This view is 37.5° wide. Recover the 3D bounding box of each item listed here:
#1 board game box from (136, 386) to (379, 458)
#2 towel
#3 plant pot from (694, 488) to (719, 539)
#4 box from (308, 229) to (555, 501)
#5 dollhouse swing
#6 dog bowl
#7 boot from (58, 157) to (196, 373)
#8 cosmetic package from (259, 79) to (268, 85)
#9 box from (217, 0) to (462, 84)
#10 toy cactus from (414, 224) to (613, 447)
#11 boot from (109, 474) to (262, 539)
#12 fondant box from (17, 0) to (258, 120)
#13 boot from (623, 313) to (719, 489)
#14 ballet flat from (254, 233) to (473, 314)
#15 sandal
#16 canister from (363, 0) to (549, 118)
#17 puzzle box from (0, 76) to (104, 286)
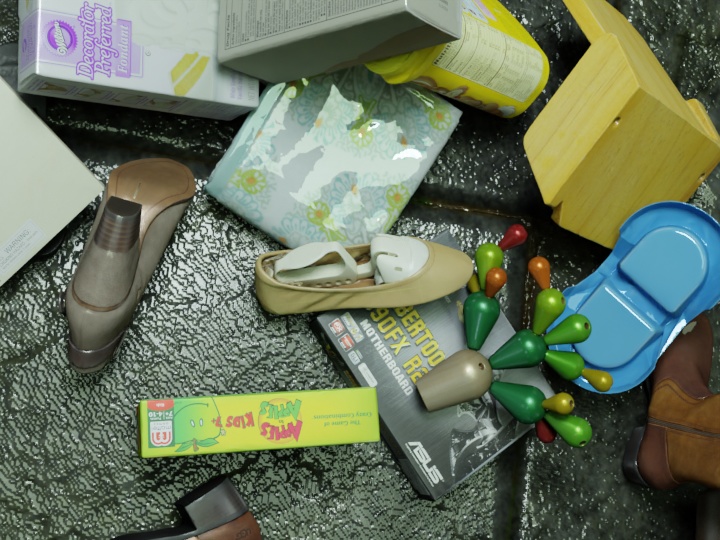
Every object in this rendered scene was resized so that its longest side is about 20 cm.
[{"bbox_3d":[-0.092,0.133,0.924,0.198,0.102,0.048,-1,80,-14],"label":"board game box"},{"bbox_3d":[-0.024,-0.111,0.981,0.170,0.048,0.201,33,93,-11],"label":"towel"},{"bbox_3d":[0.391,0.307,0.977,0.198,0.200,0.200,9,71,-12],"label":"plant pot"},{"bbox_3d":[0.070,0.088,0.999,0.158,0.048,0.201,-32,89,-16],"label":"box"},{"bbox_3d":[0.225,-0.152,1.028,0.182,0.199,0.176,-53,52,18],"label":"dollhouse swing"},{"bbox_3d":[0.266,0.026,1.014,0.111,0.050,0.200,43,104,15],"label":"dog bowl"},{"bbox_3d":[-0.205,-0.006,0.923,0.070,0.200,0.147,20,112,3],"label":"boot"},{"bbox_3d":[-0.134,-0.260,1.008,0.199,0.051,0.083,32,74,-7],"label":"cosmetic package"},{"bbox_3d":[-0.020,-0.220,0.861,0.077,0.199,0.096,12,78,-51],"label":"box"},{"bbox_3d":[0.127,0.075,0.957,0.164,0.102,0.201,-25,89,1],"label":"toy cactus"},{"bbox_3d":[-0.145,0.309,0.914,0.187,0.068,0.201,-29,96,-24],"label":"boot"},{"bbox_3d":[-0.185,-0.215,0.903,0.198,0.058,0.146,3,84,-32],"label":"fondant box"},{"bbox_3d":[0.321,0.112,0.971,0.068,0.200,0.189,30,75,-6],"label":"boot"},{"bbox_3d":[0.000,0.000,0.942,0.198,0.063,0.069,-10,46,6],"label":"ballet flat"},{"bbox_3d":[-0.304,-0.110,0.942,0.074,0.045,0.202,-6,82,-16],"label":"sandal"},{"bbox_3d":[0.071,-0.220,0.968,0.199,0.087,0.149,9,40,-50],"label":"canister"},{"bbox_3d":[-0.334,-0.051,0.896,0.200,0.025,0.133,-43,107,-3],"label":"puzzle box"}]
